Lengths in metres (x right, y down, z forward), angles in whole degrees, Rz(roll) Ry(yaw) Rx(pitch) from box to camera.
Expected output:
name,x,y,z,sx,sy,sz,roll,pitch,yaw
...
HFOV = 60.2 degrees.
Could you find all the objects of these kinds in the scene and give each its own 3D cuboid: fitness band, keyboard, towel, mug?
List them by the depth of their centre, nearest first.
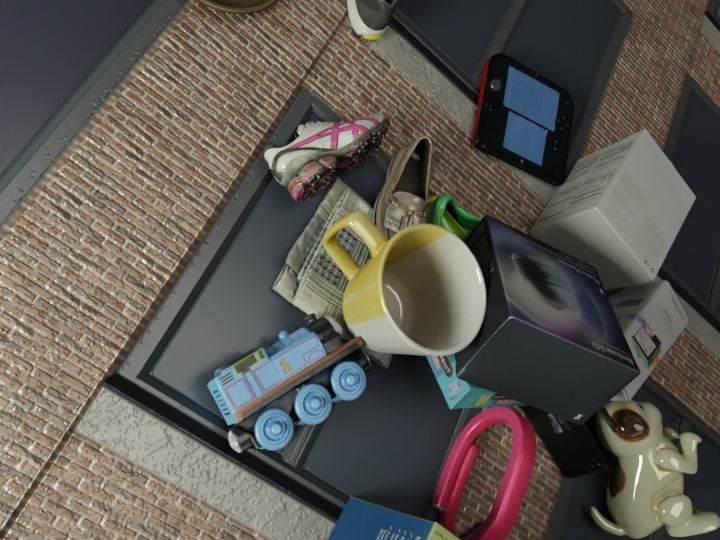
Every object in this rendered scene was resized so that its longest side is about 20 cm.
name,x,y,z,sx,sy,sz,roll,pitch,yaw
mug,0.046,0.019,0.767,0.147,0.153,0.190,-12,82,-29
fitness band,0.160,0.275,0.817,0.037,0.143,0.202,33,66,-16
towel,0.000,0.000,0.849,0.199,0.034,0.194,35,66,-17
keyboard,0.317,0.217,0.934,0.202,0.126,0.021,57,34,-7

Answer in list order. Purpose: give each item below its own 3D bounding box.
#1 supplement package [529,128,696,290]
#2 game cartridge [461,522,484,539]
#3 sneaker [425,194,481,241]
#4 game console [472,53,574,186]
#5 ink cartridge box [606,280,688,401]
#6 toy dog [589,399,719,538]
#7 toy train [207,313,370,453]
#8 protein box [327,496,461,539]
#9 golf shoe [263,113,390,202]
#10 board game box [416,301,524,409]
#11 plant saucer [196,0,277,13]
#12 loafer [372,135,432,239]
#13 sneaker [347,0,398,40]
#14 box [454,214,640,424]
name,x,y,z,sx,sy,sz,roll,pitch,yaw
supplement package,0.417,-0.093,1.029,0.152,0.150,0.200,46,63,-12
game cartridge,0.166,0.467,0.844,0.132,0.041,0.203,-20,89,-34
sneaker,0.158,-0.027,0.913,0.200,0.083,0.074,48,62,-13
game console,0.282,-0.257,1.059,0.197,0.031,0.180,19,71,-24
ink cartridge box,0.393,0.111,0.977,0.199,0.144,0.085,-37,99,-29
toy dog,0.439,0.301,0.987,0.191,0.140,0.203,-16,88,7
toy train,-0.081,0.131,0.746,0.198,0.087,0.115,-29,89,-25
protein box,0.032,0.389,0.691,0.135,0.199,0.200,40,64,-16
golf shoe,-0.040,-0.177,0.841,0.092,0.073,0.199,47,55,9
board game box,0.178,0.111,0.861,0.198,0.047,0.152,7,44,-35
plant saucer,-0.188,-0.438,0.840,0.197,0.029,0.204,7,76,-28
loafer,0.064,-0.104,0.867,0.071,0.063,0.203,22,57,-17
sneaker,0.009,-0.452,0.918,0.074,0.084,0.203,-21,90,-31
box,0.226,0.062,0.812,0.198,0.124,0.200,22,38,-17
